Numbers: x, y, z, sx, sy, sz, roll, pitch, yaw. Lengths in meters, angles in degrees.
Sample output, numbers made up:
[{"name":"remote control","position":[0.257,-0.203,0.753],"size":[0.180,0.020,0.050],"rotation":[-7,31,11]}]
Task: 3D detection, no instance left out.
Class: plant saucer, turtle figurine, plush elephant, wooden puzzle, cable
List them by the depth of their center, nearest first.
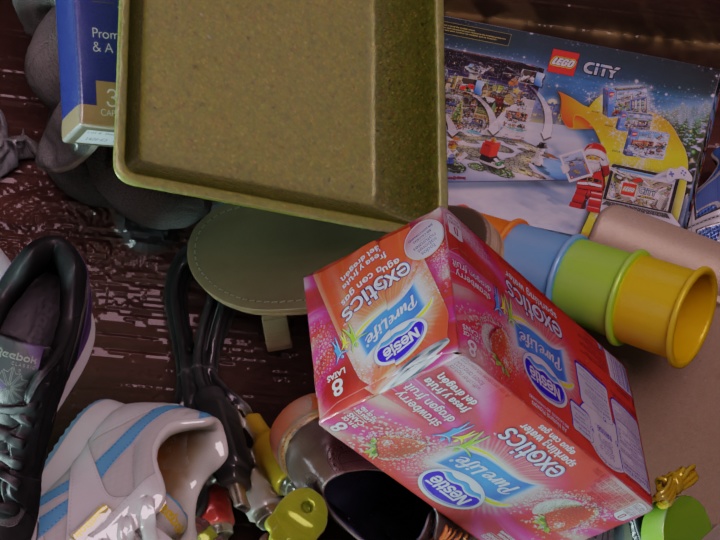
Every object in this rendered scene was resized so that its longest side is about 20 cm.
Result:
[{"name":"plant saucer","position":[-0.049,-0.118,1.210],"size":[0.199,0.048,0.201],"rotation":[10,69,-27]},{"name":"turtle figurine","position":[-0.041,0.193,1.213],"size":[0.064,0.161,0.201],"rotation":[-24,77,-38]},{"name":"cable","position":[-0.089,0.081,1.306],"size":[0.097,0.050,0.201],"rotation":[-31,52,19]},{"name":"plush elephant","position":[-0.142,-0.112,1.308],"size":[0.199,0.155,0.166],"rotation":[-11,70,-15]},{"name":"wooden puzzle","position":[0.193,0.082,1.317],"size":[0.184,0.037,0.201],"rotation":[20,99,-3]}]

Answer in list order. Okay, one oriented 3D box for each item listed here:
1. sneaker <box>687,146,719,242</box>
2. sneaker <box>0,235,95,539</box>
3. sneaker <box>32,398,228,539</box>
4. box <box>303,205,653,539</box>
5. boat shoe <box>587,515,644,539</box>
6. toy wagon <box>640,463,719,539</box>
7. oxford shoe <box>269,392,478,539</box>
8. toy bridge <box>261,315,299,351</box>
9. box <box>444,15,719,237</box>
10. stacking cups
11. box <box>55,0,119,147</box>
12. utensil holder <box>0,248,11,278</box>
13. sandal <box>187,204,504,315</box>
[{"name":"sneaker","position":[0.220,0.005,1.384],"size":[0.077,0.076,0.200],"rotation":[20,69,41]},{"name":"sneaker","position":[-0.186,0.073,1.102],"size":[0.075,0.088,0.201],"rotation":[14,61,-3]},{"name":"sneaker","position":[-0.138,0.144,1.154],"size":[0.080,0.077,0.201],"rotation":[-3,43,30]},{"name":"box","position":[0.065,0.067,1.187],"size":[0.095,0.200,0.100],"rotation":[-27,47,24]},{"name":"boat shoe","position":[0.136,0.203,1.258],"size":[0.074,0.066,0.201],"rotation":[9,81,-5]},{"name":"toy wagon","position":[0.200,0.206,1.250],"size":[0.155,0.039,0.201],"rotation":[-31,103,-44]},{"name":"oxford shoe","position":[0.032,0.145,1.238],"size":[0.200,0.073,0.071],"rotation":[32,104,-33]},{"name":"toy bridge","position":[0.031,0.008,1.342],"size":[0.199,0.027,0.067],"rotation":[-8,30,1]},{"name":"box","position":[0.115,-0.079,1.379],"size":[0.199,0.038,0.137],"rotation":[13,64,12]},{"name":"stacking cups","position":[0.106,-0.004,1.271],"size":[0.199,0.061,0.061],"rotation":[21,62,30]},{"name":"box","position":[-0.113,-0.164,1.238],"size":[0.121,0.032,0.201],"rotation":[4,69,-28]},{"name":"utensil holder","position":[-0.303,0.044,1.209],"size":[0.170,0.170,0.200],"rotation":[42,69,8]},{"name":"sandal","position":[-0.002,0.005,1.274],"size":[0.211,0.070,0.078],"rotation":[0,61,35]}]
